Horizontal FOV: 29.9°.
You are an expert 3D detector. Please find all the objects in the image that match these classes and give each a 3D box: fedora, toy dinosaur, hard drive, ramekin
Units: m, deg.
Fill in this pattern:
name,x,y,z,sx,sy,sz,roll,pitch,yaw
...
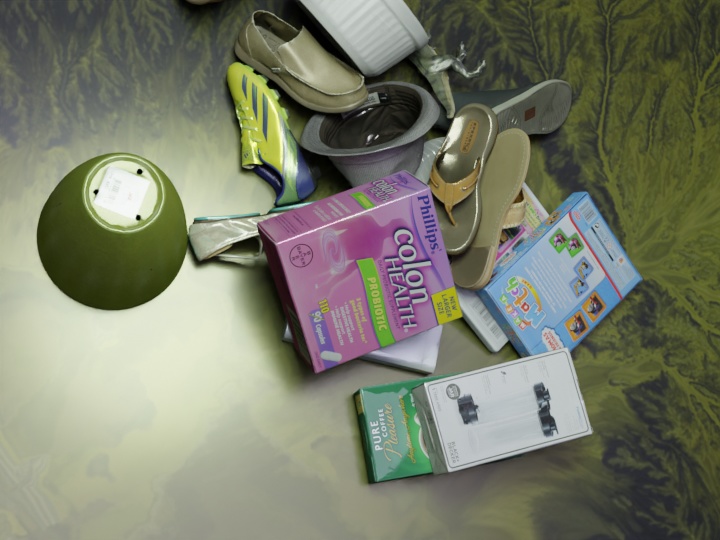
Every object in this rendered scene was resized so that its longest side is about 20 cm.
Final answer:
name,x,y,z,sx,sy,sz,roll,pitch,yaw
fedora,0.019,-0.160,1.720,0.177,0.090,0.200,-5,34,15
toy dinosaur,0.112,-0.274,1.804,0.088,0.047,0.200,-13,54,-20
hard drive,0.009,0.047,1.734,0.200,0.026,0.132,14,75,-11
ramekin,-0.011,-0.337,1.732,0.094,0.202,0.202,-42,90,4

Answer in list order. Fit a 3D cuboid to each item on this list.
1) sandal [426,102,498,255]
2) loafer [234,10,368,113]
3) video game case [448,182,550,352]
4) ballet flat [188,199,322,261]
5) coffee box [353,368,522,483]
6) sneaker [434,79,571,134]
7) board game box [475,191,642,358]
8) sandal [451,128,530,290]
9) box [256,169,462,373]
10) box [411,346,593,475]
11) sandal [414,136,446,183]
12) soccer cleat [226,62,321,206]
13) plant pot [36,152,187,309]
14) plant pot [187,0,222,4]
name,x,y,z,sx,sy,sz,roll,pitch,yaw
sandal,0.122,-0.120,1.693,0.080,0.054,0.200,14,83,17
loafer,-0.078,-0.268,1.727,0.200,0.067,0.076,28,52,16
video game case,0.175,-0.026,1.766,0.182,0.024,0.200,-44,106,-19
ballet flat,-0.117,-0.048,1.709,0.200,0.067,0.062,-9,89,-9
coffee box,0.098,0.195,1.712,0.200,0.044,0.123,-9,80,-16
sneaker,0.194,-0.224,1.818,0.200,0.106,0.075,-22,123,-41
board game box,0.262,0.017,1.773,0.200,0.037,0.151,-43,110,-20
sandal,0.177,-0.073,1.731,0.070,0.078,0.212,21,87,-53
box,0.000,0.000,1.635,0.200,0.097,0.176,-20,112,-12
box,0.177,0.176,1.681,0.200,0.060,0.117,-14,81,-17
sandal,0.081,-0.116,1.778,0.202,0.050,0.082,-29,70,-25
soccer cleat,-0.127,-0.175,1.732,0.084,0.065,0.200,-30,85,-11
plant pot,-0.287,-0.063,1.595,0.187,0.200,0.187,3,77,-13
plant pot,-0.146,-0.450,1.738,0.174,0.200,0.201,-12,80,-33
